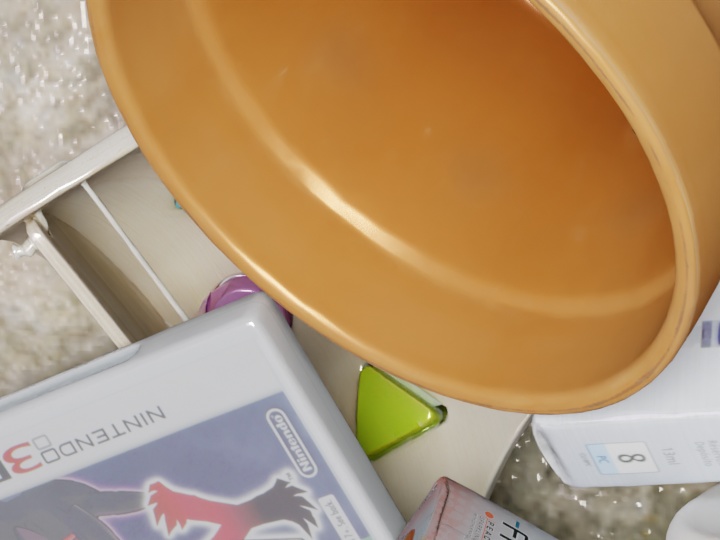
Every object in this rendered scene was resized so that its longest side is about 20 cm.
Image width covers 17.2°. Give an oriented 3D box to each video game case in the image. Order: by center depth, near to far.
[{"bbox_3d":[-0.061,0.121,0.801,0.182,0.023,0.200,-22,112,23],"label":"video game case"}]

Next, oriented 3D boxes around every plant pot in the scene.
[{"bbox_3d":[0.041,-0.077,0.687,0.200,0.140,0.200,28,147,20],"label":"plant pot"}]

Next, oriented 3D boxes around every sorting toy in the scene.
[{"bbox_3d":[0.000,0.000,0.820,0.180,0.107,0.200,-34,107,7],"label":"sorting toy"}]

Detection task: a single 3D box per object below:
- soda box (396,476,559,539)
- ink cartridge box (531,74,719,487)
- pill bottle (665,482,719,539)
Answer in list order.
[{"bbox_3d":[0.003,0.165,0.760,0.068,0.064,0.200,29,121,-3],"label":"soda box"},{"bbox_3d":[0.158,-0.017,0.734,0.199,0.161,0.047,-6,144,21],"label":"ink cartridge box"},{"bbox_3d":[0.161,0.163,0.715,0.112,0.113,0.201,-7,99,20],"label":"pill bottle"}]
